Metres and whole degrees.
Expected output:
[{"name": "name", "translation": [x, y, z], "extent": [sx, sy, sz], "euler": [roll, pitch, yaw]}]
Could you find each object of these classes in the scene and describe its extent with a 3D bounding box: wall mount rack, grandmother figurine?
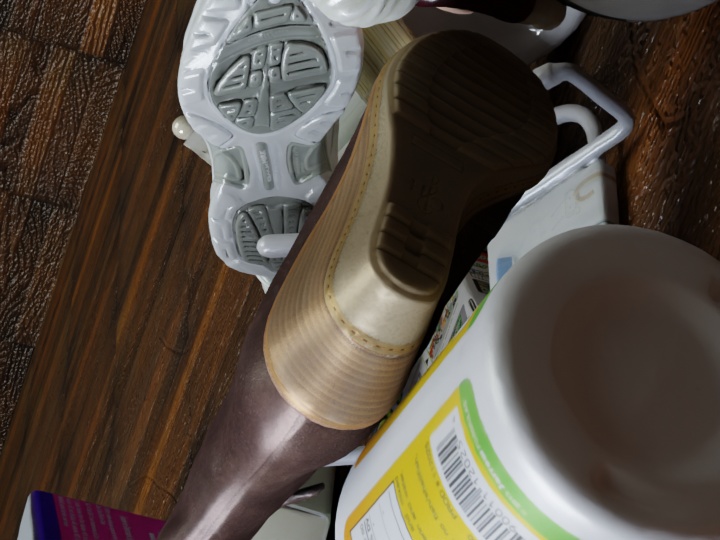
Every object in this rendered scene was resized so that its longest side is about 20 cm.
[{"name": "wall mount rack", "translation": [0.039, 0.009, 0.825], "extent": [0.174, 0.074, 0.201], "euler": [-34, 39, 34]}, {"name": "grandmother figurine", "translation": [0.024, -0.124, 0.789], "extent": [0.200, 0.121, 0.061], "euler": [-29, -41, -68]}]

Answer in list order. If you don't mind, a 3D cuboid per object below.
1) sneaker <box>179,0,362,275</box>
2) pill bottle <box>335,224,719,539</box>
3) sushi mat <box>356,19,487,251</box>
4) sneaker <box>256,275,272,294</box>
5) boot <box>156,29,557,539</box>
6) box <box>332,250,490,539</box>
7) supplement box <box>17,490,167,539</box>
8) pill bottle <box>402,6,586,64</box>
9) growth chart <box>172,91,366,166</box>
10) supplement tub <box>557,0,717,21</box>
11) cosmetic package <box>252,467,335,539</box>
[{"name": "sneaker", "translation": [-0.043, -0.091, 0.901], "extent": [0.200, 0.078, 0.100], "euler": [97, 171, -51]}, {"name": "pill bottle", "translation": [0.056, 0.079, 0.681], "extent": [0.200, 0.111, 0.111], "euler": [125, 157, -55]}, {"name": "sushi mat", "translation": [0.013, -0.091, 0.939], "extent": [0.012, 0.200, 0.096], "euler": [-39, 3, -15]}, {"name": "sneaker", "translation": [-0.011, -0.019, 1.088], "extent": [0.200, 0.099, 0.078], "euler": [-93, 22, -53]}, {"name": "boot", "translation": [-0.007, 0.008, 0.757], "extent": [0.166, 0.072, 0.200], "euler": [-52, 5, 37]}, {"name": "box", "translation": [0.029, 0.097, 0.936], "extent": [0.110, 0.035, 0.201], "euler": [-109, 36, -67]}, {"name": "supplement box", "translation": [-0.052, 0.172, 0.830], "extent": [0.103, 0.199, 0.102], "euler": [-140, 67, -77]}, {"name": "pill bottle", "translation": [0.053, -0.195, 0.992], "extent": [0.200, 0.116, 0.117], "euler": [-91, 21, -49]}, {"name": "growth chart", "translation": [-0.031, -0.094, 1.073], "extent": [0.145, 0.018, 0.200], "euler": [-44, 31, 0]}, {"name": "supplement tub", "translation": [0.096, -0.190, 0.794], "extent": [0.200, 0.122, 0.123], "euler": [-98, 27, -58]}, {"name": "cosmetic package", "translation": [-0.059, 0.147, 1.078], "extent": [0.200, 0.073, 0.104], "euler": [-100, 25, -85]}]
